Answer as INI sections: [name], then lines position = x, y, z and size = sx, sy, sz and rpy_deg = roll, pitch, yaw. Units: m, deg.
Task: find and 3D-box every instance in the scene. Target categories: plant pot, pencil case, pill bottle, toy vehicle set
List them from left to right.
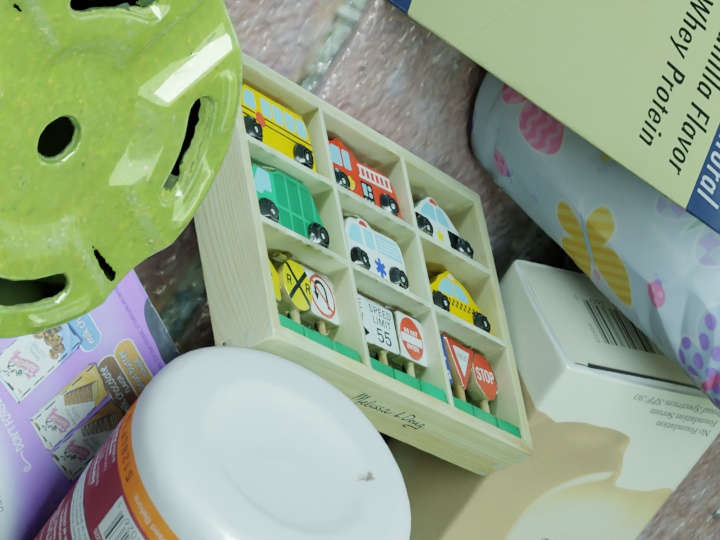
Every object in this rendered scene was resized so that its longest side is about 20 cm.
[plant pot]
position = -0.136, -0.078, 0.762
size = 0.199, 0.190, 0.201
rpy_deg = -29, 139, -28
[pill bottle]
position = -0.075, 0.129, 0.952
size = 0.109, 0.110, 0.200
rpy_deg = -5, 143, -45
[toy vehicle set]
position = 0.000, 0.000, 1.039
size = 0.026, 0.125, 0.200
rpy_deg = -23, 153, 25
[pencil case]
position = 0.131, -0.023, 1.097
size = 0.090, 0.200, 0.083
rpy_deg = -23, 142, -24

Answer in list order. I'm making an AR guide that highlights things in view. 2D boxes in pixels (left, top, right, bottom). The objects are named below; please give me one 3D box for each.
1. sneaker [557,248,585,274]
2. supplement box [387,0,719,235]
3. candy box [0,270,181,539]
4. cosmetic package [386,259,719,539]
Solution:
[sneaker]
position = 0.168, -0.009, 1.237
size = 0.145, 0.077, 0.203
rpy_deg = -9, 134, -32
[supplement box]
position = 0.144, -0.149, 0.999
size = 0.134, 0.200, 0.201
rpy_deg = -6, 124, -44
[candy box]
position = -0.173, 0.047, 0.927
size = 0.200, 0.071, 0.168
rpy_deg = -42, 143, -14
[cosmetic package]
position = 0.069, 0.098, 1.177
size = 0.105, 0.071, 0.201
rpy_deg = 11, 126, -31
